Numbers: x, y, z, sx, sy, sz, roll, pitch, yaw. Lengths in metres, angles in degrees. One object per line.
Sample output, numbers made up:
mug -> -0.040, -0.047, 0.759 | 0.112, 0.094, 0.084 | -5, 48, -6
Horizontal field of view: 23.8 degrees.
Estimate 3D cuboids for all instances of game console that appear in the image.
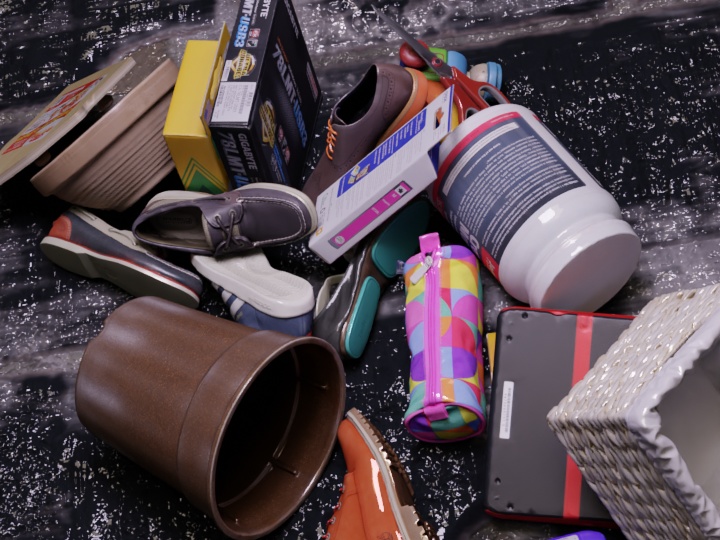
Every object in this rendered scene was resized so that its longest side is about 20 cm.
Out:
game console -> 0.209, 0.137, 1.598 | 0.177, 0.031, 0.200 | 4, 80, 10

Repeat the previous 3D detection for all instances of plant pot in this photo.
plant pot -> -0.249, -0.129, 1.829 | 0.201, 0.201, 0.093 | -46, 101, -19
plant pot -> -0.151, 0.126, 1.627 | 0.198, 0.200, 0.200 | 21, 63, 31

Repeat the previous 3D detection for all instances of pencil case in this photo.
pencil case -> 0.080, 0.068, 1.677 | 0.088, 0.088, 0.200 | -6, 58, 6

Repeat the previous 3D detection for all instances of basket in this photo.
basket -> 0.301, 0.138, 1.486 | 0.198, 0.200, 0.161 | -43, 16, -26

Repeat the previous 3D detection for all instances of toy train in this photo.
toy train -> 0.091, -0.148, 1.824 | 0.116, 0.085, 0.200 | 6, 61, -5

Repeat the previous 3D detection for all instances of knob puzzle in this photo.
knob puzzle -> -0.339, -0.143, 1.857 | 0.220, 0.030, 0.220 | -35, 19, 14

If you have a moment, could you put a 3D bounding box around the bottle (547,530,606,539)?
bottle -> 0.132, 0.295, 1.532 | 0.200, 0.065, 0.084 | -15, 58, 0

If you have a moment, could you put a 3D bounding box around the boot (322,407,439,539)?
boot -> 0.000, 0.221, 1.602 | 0.107, 0.075, 0.200 | -30, 49, 8

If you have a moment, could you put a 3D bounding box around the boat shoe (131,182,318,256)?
boat shoe -> -0.141, -0.046, 1.737 | 0.200, 0.072, 0.065 | 2, 29, 25

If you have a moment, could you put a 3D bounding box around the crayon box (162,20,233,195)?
crayon box -> -0.155, -0.150, 1.787 | 0.052, 0.200, 0.126 | 4, 58, 12

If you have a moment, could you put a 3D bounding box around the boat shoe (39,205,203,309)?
boat shoe -> -0.244, -0.015, 1.798 | 0.200, 0.071, 0.063 | 19, 60, 26

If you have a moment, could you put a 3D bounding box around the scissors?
scissors -> 0.092, -0.213, 1.807 | 0.073, 0.014, 0.200 | -35, 87, -28

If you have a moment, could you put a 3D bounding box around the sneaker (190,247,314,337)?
sneaker -> -0.113, 0.031, 1.747 | 0.075, 0.085, 0.200 | -17, 29, -25

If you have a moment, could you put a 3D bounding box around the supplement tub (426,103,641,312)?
supplement tub -> 0.171, -0.057, 1.706 | 0.140, 0.140, 0.200 | -32, 57, -11

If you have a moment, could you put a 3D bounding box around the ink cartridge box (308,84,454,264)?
ink cartridge box -> 0.029, -0.096, 1.710 | 0.200, 0.037, 0.095 | -41, 23, 28

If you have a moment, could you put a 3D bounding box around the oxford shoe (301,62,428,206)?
oxford shoe -> -0.015, -0.138, 1.781 | 0.200, 0.072, 0.071 | -54, 43, 23

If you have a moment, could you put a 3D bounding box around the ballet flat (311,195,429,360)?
ballet flat -> 0.000, 0.000, 1.747 | 0.068, 0.068, 0.200 | 12, 60, 32

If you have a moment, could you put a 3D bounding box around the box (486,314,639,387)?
box -> 0.227, 0.108, 1.653 | 0.200, 0.041, 0.119 | -6, 57, 3

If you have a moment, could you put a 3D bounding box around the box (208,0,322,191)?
box -> -0.097, -0.170, 1.791 | 0.050, 0.200, 0.199 | 4, 58, 14
